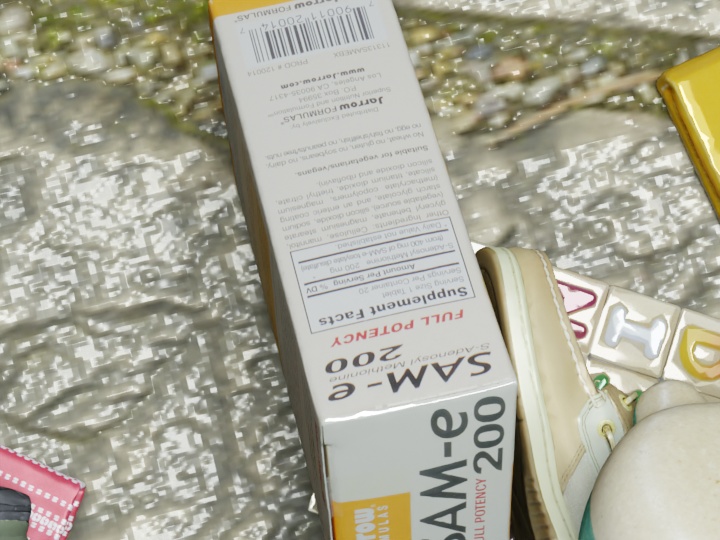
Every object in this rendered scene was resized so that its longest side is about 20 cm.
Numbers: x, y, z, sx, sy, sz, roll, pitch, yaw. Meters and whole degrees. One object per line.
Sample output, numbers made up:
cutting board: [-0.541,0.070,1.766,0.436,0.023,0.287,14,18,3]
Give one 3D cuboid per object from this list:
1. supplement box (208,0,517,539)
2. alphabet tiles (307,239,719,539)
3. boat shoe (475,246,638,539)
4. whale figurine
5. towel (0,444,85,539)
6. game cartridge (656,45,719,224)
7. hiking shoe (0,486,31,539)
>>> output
supplement box: [0.000,0.000,0.790,0.073,0.126,0.201,-12,57,-6]
alphabet tiles: [0.086,0.085,0.890,0.199,0.006,0.167,18,84,-3]
boat shoe: [0.094,0.082,0.856,0.066,0.074,0.201,-16,98,-11]
whale figurine: [0.166,0.108,0.801,0.159,0.200,0.104,37,128,23]
towel: [-0.218,0.153,0.855,0.144,0.022,0.201,24,82,0]
game cartridge: [0.255,-0.047,0.901,0.199,0.032,0.177,-25,88,-5]
hiking shoe: [-0.219,0.148,0.799,0.199,0.076,0.101,-13,88,-14]
